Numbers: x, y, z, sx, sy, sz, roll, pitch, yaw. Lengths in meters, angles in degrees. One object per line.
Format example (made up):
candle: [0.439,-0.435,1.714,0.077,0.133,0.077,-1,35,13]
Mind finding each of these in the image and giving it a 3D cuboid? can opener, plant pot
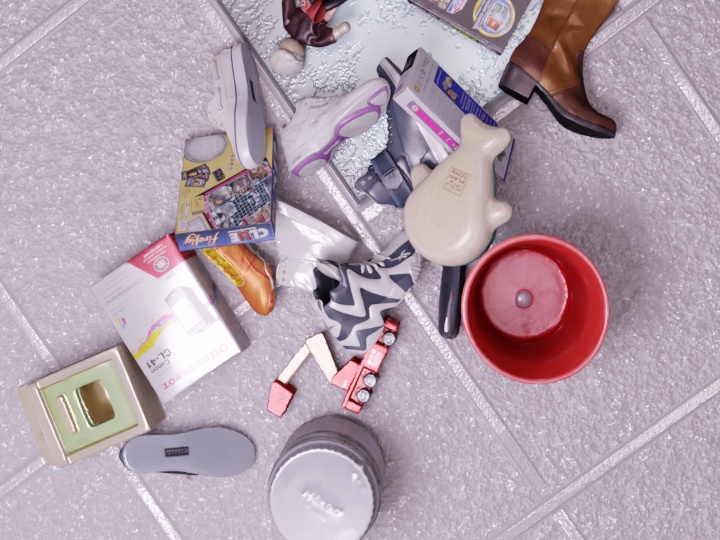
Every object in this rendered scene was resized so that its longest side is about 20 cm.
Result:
can opener: [0.131,-0.003,1.704,0.077,0.063,0.204,-1,89,28]
plant pot: [0.232,0.044,1.642,0.196,0.177,0.204,0,95,2]

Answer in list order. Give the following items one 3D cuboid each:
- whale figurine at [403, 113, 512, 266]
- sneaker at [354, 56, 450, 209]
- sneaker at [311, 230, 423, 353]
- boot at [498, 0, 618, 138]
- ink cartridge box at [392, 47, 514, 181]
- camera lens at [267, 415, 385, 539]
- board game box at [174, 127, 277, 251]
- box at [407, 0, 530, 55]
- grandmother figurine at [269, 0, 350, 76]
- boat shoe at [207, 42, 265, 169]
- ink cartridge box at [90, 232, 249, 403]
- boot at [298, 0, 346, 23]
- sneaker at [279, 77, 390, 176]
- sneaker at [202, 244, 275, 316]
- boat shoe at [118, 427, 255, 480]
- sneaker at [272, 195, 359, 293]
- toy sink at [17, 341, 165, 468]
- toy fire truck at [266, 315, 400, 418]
whale figurine: [0.142,-0.105,1.612,0.157,0.103,0.203,24,97,25]
sneaker: [0.037,-0.186,1.691,0.145,0.077,0.205,-30,82,13]
sneaker: [0.000,0.000,1.662,0.129,0.079,0.201,42,72,-26]
boot: [0.316,-0.306,1.683,0.186,0.068,0.202,29,88,9]
ink cartridge box: [0.133,-0.211,1.658,0.199,0.096,0.037,39,134,-19]
camera lens: [-0.046,0.299,1.669,0.157,0.200,0.163,0,95,4]
board game box: [-0.184,-0.116,1.662,0.133,0.202,0.035,-7,135,5]
box: [0.179,-0.432,1.678,0.159,0.044,0.202,30,96,2]
grandmother figurine: [-0.064,-0.365,1.696,0.121,0.060,0.202,38,100,28]
boat shoe: [-0.181,-0.226,1.679,0.069,0.071,0.203,-16,65,16]
ink cartridge box: [-0.273,0.066,1.726,0.146,0.086,0.202,-33,90,5]
boot: [-0.108,-0.407,1.656,0.197,0.072,0.147,-8,78,22]
sneaker: [-0.045,-0.220,1.669,0.199,0.074,0.101,-35,66,30]
sneaker: [-0.189,-0.020,1.711,0.073,0.077,0.202,-37,82,50]
boat shoe: [-0.255,0.271,1.747,0.196,0.068,0.075,-4,83,-21]
sneaker: [-0.114,-0.040,1.713,0.198,0.074,0.117,30,99,6]
toy sink: [-0.406,0.201,1.730,0.197,0.112,0.132,-22,92,5]
toy fire truck: [-0.040,0.137,1.733,0.139,0.049,0.203,25,95,3]
